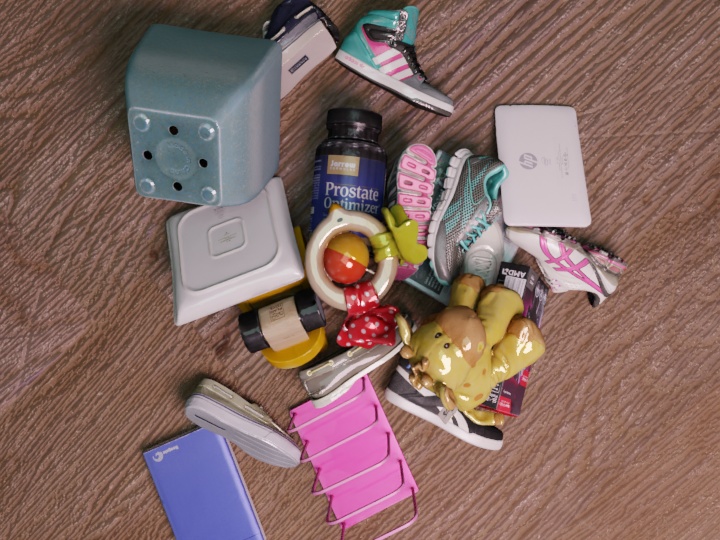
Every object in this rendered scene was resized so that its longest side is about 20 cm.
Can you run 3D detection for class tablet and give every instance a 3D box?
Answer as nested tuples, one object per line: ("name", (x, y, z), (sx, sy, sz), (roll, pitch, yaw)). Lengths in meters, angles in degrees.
("tablet", (0.268, -0.158, 0.927), (0.125, 0.014, 0.207), (1, 66, 1))

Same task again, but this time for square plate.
("square plate", (-0.192, -0.040, 0.910), (0.194, 0.029, 0.202), (-20, 55, 2))

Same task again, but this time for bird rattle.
("bird rattle", (0.000, 0.000, 0.844), (0.159, 0.113, 0.205), (26, 100, 0))

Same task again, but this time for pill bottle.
("pill bottle", (-0.017, -0.126, 0.920), (0.108, 0.112, 0.208), (5, 92, 0))

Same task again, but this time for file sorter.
("file sorter", (-0.011, 0.283, 0.924), (0.136, 0.125, 0.205), (-25, 91, 1))

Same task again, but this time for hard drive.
("hard drive", (-0.243, 0.353, 0.977), (0.128, 0.025, 0.206), (-21, 91, 1))

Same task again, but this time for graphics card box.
("graphics card box", (0.217, 0.103, 0.904), (0.050, 0.125, 0.207), (10, 80, 32))

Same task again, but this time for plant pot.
("plant pot", (-0.217, -0.192, 0.840), (0.189, 0.202, 0.201), (7, 124, 0))

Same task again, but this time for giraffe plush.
("giraffe plush", (0.118, 0.099, 0.789), (0.170, 0.161, 0.206), (23, 90, 36))

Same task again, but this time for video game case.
("video game case", (0.153, -0.051, 0.966), (0.178, 0.023, 0.205), (27, 92, -1))

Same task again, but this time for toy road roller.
("toy road roller", (-0.115, 0.051, 0.937), (0.119, 0.147, 0.204), (-19, 54, 1))

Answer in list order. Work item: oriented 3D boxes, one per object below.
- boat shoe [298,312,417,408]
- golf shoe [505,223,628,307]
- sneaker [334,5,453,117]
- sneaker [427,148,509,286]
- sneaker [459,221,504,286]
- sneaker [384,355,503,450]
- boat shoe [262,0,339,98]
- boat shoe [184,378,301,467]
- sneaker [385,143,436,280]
("boat shoe", (-0.002, 0.120, 0.930), (0.199, 0.072, 0.061), (-36, 98, -15))
("golf shoe", (0.299, -0.011, 0.935), (0.195, 0.073, 0.094), (24, 106, -7))
("sneaker", (0.071, -0.323, 0.933), (0.196, 0.084, 0.123), (28, 101, 1))
("sneaker", (0.155, -0.077, 0.885), (0.089, 0.077, 0.207), (8, 79, 36))
("sneaker", (0.175, 0.022, 0.918), (0.072, 0.081, 0.208), (8, 91, 2))
("sneaker", (0.143, 0.183, 0.947), (0.195, 0.073, 0.115), (24, 90, -1))
("boat shoe", (-0.128, -0.328, 0.945), (0.197, 0.075, 0.094), (-34, 68, 7))
("boat shoe", (-0.170, 0.231, 0.954), (0.197, 0.063, 0.072), (34, 136, -13))
("sneaker", (0.069, -0.089, 0.924), (0.071, 0.088, 0.207), (5, 109, -5))
